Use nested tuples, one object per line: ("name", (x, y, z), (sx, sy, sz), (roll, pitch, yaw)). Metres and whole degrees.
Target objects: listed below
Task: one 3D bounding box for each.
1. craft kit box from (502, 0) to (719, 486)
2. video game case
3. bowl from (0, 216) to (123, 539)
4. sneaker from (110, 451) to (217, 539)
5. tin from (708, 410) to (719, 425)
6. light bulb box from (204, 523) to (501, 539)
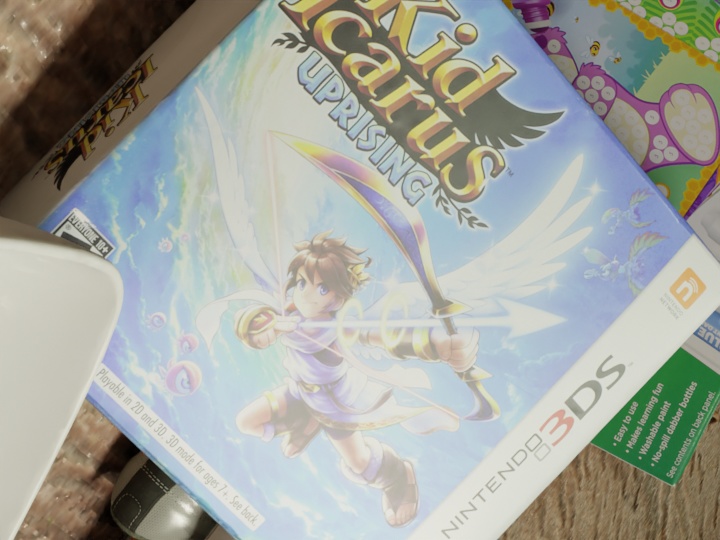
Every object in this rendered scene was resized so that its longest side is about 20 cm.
("craft kit box", (0.068, -0.044, 0.855), (0.049, 0.197, 0.201), (-47, 162, -51))
("video game case", (0.000, 0.000, 0.760), (0.181, 0.045, 0.200), (-46, 117, -4))
("bowl", (-0.166, 0.062, 0.619), (0.200, 0.074, 0.200), (-63, 162, 8))
("sneaker", (-0.065, 0.115, 1.020), (0.079, 0.074, 0.200), (-41, 153, -13))
("tin", (0.057, 0.047, 1.026), (0.112, 0.199, 0.042), (74, 18, -76))
("light bulb box", (0.022, 0.210, 0.978), (0.125, 0.200, 0.198), (-51, 151, 19))
